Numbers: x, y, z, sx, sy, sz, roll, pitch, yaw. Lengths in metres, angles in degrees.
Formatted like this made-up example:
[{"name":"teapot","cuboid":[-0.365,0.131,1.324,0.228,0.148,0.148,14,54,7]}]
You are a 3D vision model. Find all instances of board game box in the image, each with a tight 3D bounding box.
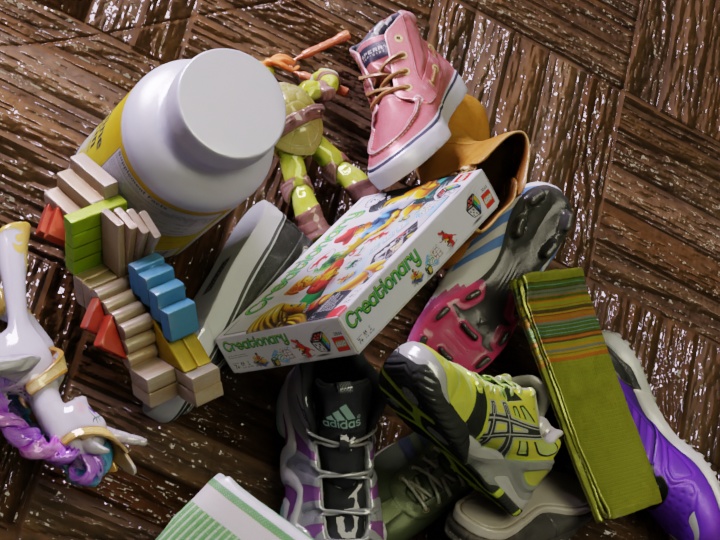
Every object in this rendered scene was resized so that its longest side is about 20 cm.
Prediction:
[{"name":"board game box","cuboid":[0.000,0.000,1.407,0.200,0.126,0.035,-45,114,-42]}]

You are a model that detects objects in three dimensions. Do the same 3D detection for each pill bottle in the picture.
[{"name":"pill bottle","cuboid":[-0.129,-0.083,1.388,0.112,0.200,0.112,9,69,-25]}]

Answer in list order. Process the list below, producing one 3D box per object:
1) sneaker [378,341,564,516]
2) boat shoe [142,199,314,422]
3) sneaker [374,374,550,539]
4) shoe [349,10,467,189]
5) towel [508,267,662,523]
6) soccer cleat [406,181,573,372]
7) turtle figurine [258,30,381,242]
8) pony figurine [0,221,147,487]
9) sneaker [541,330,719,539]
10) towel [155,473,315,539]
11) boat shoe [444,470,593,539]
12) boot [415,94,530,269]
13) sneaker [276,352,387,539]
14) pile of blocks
[{"name":"sneaker","cuboid":[0.079,0.097,1.381,0.076,0.075,0.200,-50,140,-9]},{"name":"boat shoe","cuboid":[-0.092,0.038,1.441,0.064,0.071,0.200,39,58,-16]},{"name":"sneaker","cuboid":[0.069,0.139,1.479,0.200,0.090,0.067,-35,86,-36]},{"name":"shoe","cuboid":[0.025,-0.139,1.538,0.091,0.071,0.200,53,26,-13]},{"name":"towel","cuboid":[0.179,0.093,1.516,0.086,0.018,0.200,-10,77,-45]},{"name":"soccer cleat","cuboid":[0.100,0.015,1.572,0.070,0.086,0.200,40,79,-13]},{"name":"turtle figurine","cuboid":[-0.046,-0.110,1.535,0.200,0.064,0.161,-31,87,-36]},{"name":"pony figurine","cuboid":[-0.255,0.069,1.299,0.193,0.167,0.200,-9,58,-44]},{"name":"sneaker","cuboid":[0.210,0.152,1.571,0.099,0.070,0.200,-22,73,-37]},{"name":"towel","cuboid":[-0.100,0.251,1.289,0.153,0.023,0.200,34,83,20]},{"name":"boat shoe","cuboid":[0.119,0.196,1.495,0.067,0.057,0.200,32,20,27]},{"name":"boot","cuboid":[0.094,-0.085,1.558,0.071,0.144,0.201,32,57,-16]},{"name":"sneaker","cuboid":[-0.017,0.128,1.383,0.078,0.140,0.200,-5,58,-15]},{"name":"pile of blocks","cuboid":[-0.169,0.011,1.343,0.062,0.082,0.200,-25,70,-31]}]
